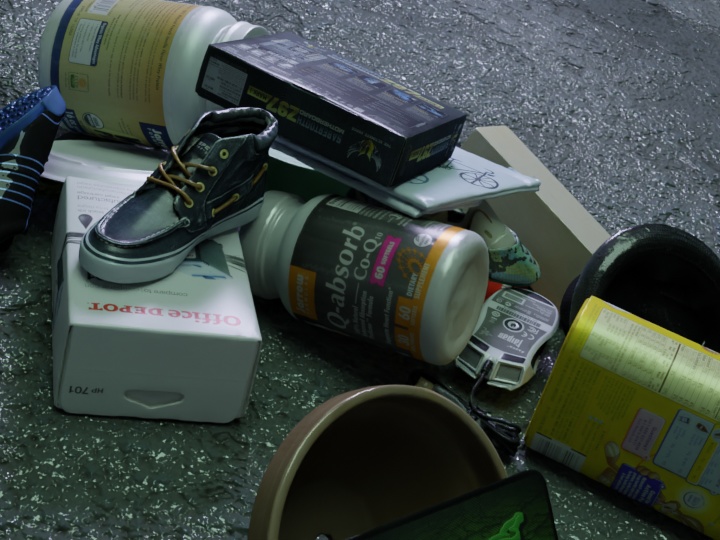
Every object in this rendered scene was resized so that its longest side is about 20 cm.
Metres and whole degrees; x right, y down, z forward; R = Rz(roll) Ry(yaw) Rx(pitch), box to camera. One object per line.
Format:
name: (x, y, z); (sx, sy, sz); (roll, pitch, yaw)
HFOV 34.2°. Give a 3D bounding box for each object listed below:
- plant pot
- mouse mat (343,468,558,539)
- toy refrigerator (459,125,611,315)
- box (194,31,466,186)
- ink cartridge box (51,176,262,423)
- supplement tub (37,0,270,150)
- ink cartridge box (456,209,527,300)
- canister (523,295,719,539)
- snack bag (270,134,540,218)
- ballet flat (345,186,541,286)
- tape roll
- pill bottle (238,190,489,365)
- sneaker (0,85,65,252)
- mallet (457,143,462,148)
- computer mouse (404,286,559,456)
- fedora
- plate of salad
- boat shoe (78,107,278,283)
plant pot: (0.000, 0.175, 0.736); (0.200, 0.202, 0.092); (-12, 0, -40)
mouse mat: (0.062, 0.222, 0.714); (0.199, 0.162, 0.008); (-11, -2, -40)
toy refrigerator: (0.176, -0.051, 1.185); (0.070, 0.076, 0.200); (-12, 56, -51)
box: (-0.022, -0.148, 1.040); (0.199, 0.051, 0.158); (28, 24, 14)
ink cartridge box: (-0.167, 0.019, 0.932); (0.146, 0.086, 0.200); (6, 32, -20)
supplement tub: (-0.195, -0.191, 1.145); (0.199, 0.145, 0.144); (12, 29, 17)
ink cartridge box: (0.107, -0.019, 1.170); (0.199, 0.047, 0.160); (20, 31, 5)
canister: (0.246, 0.122, 0.938); (0.199, 0.149, 0.087); (25, 32, 13)
snack bag: (0.041, -0.097, 1.077); (0.188, 0.022, 0.200); (26, 24, 31)
ballet flat: (0.082, -0.044, 1.094); (0.199, 0.075, 0.074); (18, 32, -3)
tape roll: (-0.064, -0.140, 1.264); (0.199, 0.048, 0.201); (14, 33, -9)
pill bottle: (0.000, 0.000, 0.999); (0.199, 0.117, 0.116); (16, 29, 23)
sneaker: (-0.297, -0.069, 0.964); (0.070, 0.078, 0.200); (-4, 41, 38)
mallet: (0.039, -0.122, 1.216); (0.066, 0.041, 0.200); (28, 19, 30)
computer mouse: (0.121, 0.082, 1.033); (0.109, 0.044, 0.200); (24, 37, 17)
fedora: (0.253, 0.052, 1.071); (0.200, 0.202, 0.091); (1, 2, -26)
plate of salad: (-0.226, -0.084, 1.084); (0.199, 0.048, 0.200); (9, 12, -2)
boat shoe: (-0.139, -0.066, 0.907); (0.071, 0.091, 0.200); (29, 35, 18)
